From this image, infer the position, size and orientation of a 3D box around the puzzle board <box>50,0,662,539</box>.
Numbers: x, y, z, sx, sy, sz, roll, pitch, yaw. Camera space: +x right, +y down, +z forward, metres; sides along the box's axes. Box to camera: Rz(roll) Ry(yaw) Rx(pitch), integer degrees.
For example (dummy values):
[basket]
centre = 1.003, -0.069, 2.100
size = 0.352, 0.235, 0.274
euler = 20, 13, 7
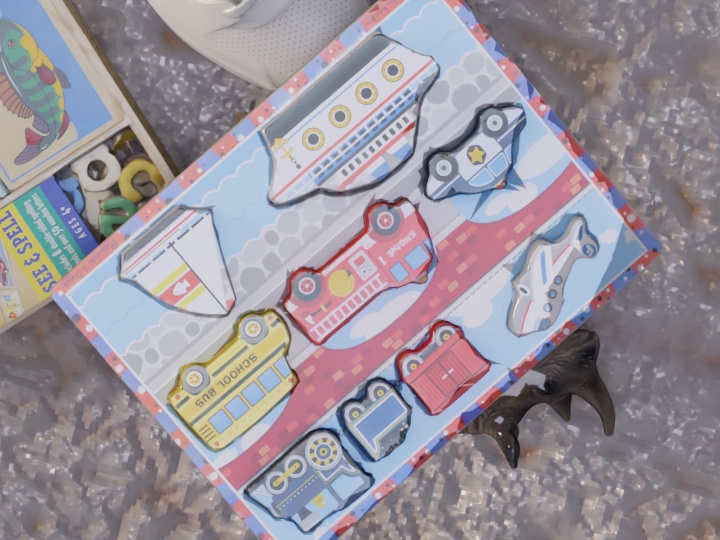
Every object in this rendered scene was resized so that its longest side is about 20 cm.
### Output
[puzzle board]
centre = 0.000, 0.000, 0.992
size = 0.200, 0.017, 0.151
euler = -41, 98, -3

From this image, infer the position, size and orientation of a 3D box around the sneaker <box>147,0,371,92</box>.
[sneaker]
centre = -0.070, -0.137, 0.979
size = 0.200, 0.116, 0.074
euler = 43, 94, -8

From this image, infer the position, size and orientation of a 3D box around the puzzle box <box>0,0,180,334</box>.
[puzzle box]
centre = -0.175, -0.075, 1.032
size = 0.133, 0.025, 0.201
euler = -32, 98, 5

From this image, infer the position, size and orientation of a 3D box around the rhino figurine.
[rhino figurine]
centre = 0.018, 0.019, 1.033
size = 0.199, 0.060, 0.088
euler = 29, 94, -7
